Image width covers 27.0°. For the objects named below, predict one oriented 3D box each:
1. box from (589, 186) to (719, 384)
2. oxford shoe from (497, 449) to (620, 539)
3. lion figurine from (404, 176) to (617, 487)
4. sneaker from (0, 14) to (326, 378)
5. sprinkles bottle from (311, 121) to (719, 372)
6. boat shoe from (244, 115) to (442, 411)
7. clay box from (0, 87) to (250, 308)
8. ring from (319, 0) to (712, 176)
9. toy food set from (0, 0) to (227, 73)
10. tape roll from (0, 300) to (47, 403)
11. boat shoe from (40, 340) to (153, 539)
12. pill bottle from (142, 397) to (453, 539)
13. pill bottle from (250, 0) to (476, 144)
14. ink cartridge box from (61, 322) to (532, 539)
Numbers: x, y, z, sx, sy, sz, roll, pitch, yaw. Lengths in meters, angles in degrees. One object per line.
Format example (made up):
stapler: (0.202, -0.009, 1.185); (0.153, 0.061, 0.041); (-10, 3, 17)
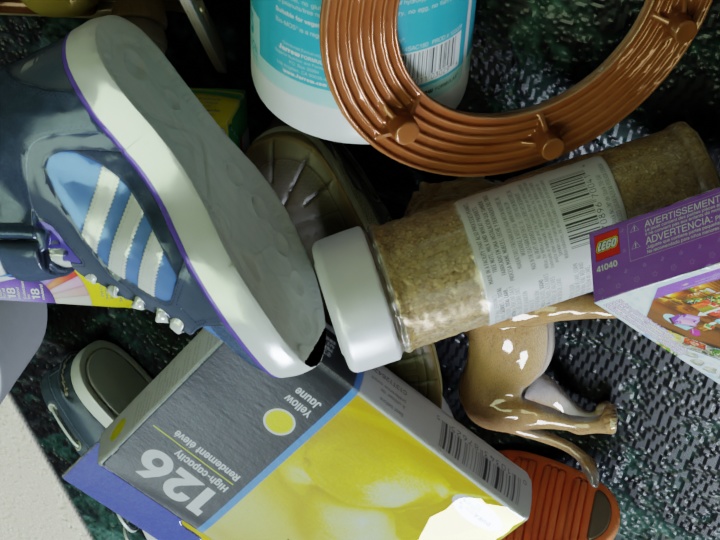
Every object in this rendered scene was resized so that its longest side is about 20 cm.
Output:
box: (0.217, 0.013, 0.712); (0.136, 0.040, 0.199); (-19, 148, 34)
oxford shoe: (0.081, 0.163, 0.959); (0.198, 0.072, 0.073); (-3, 143, 36)
lion figurine: (0.085, 0.040, 0.838); (0.121, 0.073, 0.202); (2, 121, 6)
sneaker: (-0.123, -0.012, 0.738); (0.145, 0.081, 0.201); (-28, 104, 26)
sprinkles bottle: (0.078, -0.012, 0.740); (0.198, 0.068, 0.069); (-18, 123, -1)
boat shoe: (0.000, 0.000, 0.818); (0.072, 0.065, 0.202); (-9, 122, 23)
clay box: (-0.157, -0.041, 0.806); (0.197, 0.048, 0.116); (4, 121, 9)
ring: (0.078, -0.120, 0.669); (0.198, 0.019, 0.202); (-14, 134, -15)
toy food set: (-0.172, -0.132, 0.744); (0.197, 0.061, 0.144); (2, 170, 5)
tape roll: (-0.303, 0.016, 0.957); (0.198, 0.066, 0.202); (13, 134, 14)
boat shoe: (-0.145, 0.140, 1.034); (0.061, 0.075, 0.201); (-27, 111, 37)
pill bottle: (-0.039, 0.125, 0.945); (0.198, 0.112, 0.112); (-15, 120, 33)
pill bottle: (0.003, -0.168, 0.686); (0.109, 0.111, 0.202); (15, 131, 14)
ink cartridge box: (-0.042, 0.126, 0.843); (0.197, 0.047, 0.200); (36, 119, -17)
